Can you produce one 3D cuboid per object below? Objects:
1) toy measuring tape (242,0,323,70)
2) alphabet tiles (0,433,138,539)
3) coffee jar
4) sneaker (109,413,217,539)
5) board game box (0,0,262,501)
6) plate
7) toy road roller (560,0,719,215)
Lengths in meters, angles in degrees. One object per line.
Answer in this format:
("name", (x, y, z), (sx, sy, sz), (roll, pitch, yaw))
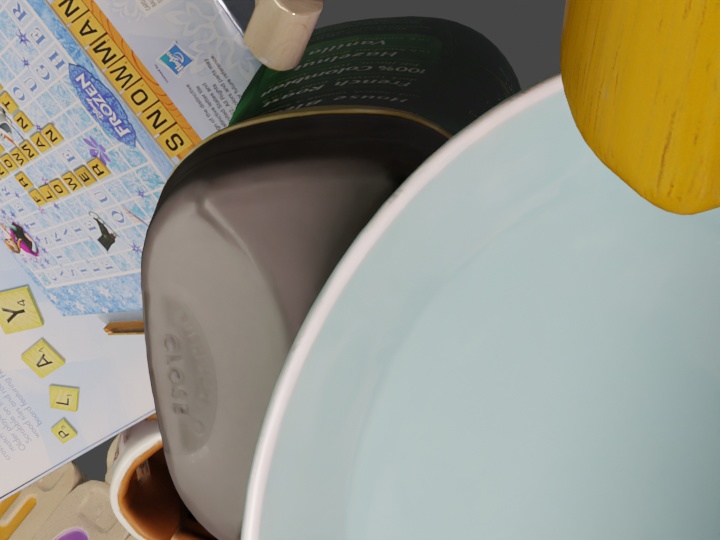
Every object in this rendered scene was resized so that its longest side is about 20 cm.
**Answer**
("toy measuring tape", (0.005, -0.132, 0.718), (0.074, 0.073, 0.200), (119, 155, -52))
("alphabet tiles", (-0.089, 0.131, 0.969), (0.200, 0.196, 0.015), (28, 167, 49))
("coffee jar", (0.000, 0.000, 0.722), (0.200, 0.085, 0.105), (-67, -30, -77))
("sneaker", (-0.056, 0.037, 0.931), (0.200, 0.085, 0.073), (41, 139, 50))
("board game box", (-0.117, -0.040, 0.859), (0.199, 0.041, 0.200), (-29, 105, 21))
("plate", (0.055, 0.048, 0.632), (0.026, 0.200, 0.201), (24, 126, 54))
("toy road roller", (0.086, -0.091, 0.569), (0.200, 0.146, 0.123), (44, 140, 38))
